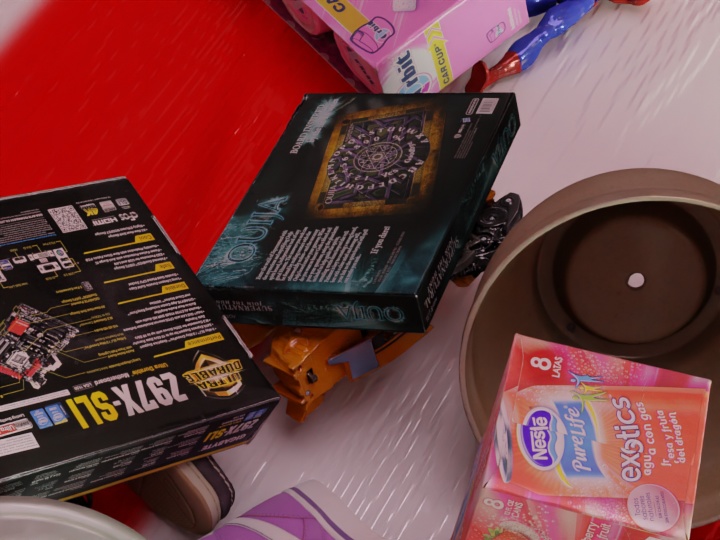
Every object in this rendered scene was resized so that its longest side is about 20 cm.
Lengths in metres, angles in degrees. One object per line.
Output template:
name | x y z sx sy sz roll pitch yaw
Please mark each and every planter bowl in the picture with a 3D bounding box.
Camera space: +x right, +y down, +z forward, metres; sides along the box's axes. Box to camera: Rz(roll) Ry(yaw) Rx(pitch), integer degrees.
planter bowl | 0.155 0.027 1.188 0.200 0.200 0.135 11 24 -1

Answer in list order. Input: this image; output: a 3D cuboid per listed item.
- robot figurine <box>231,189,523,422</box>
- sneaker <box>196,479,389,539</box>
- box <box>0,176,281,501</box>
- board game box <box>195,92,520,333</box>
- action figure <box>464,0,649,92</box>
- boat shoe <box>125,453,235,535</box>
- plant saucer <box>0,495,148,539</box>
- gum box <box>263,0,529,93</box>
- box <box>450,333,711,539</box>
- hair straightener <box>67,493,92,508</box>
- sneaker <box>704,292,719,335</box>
robot figurine | 0.000 0.000 1.235 0.145 0.058 0.200 25 49 39
sneaker | -0.027 0.177 1.062 0.114 0.073 0.200 -20 21 -24
box | -0.160 0.037 1.082 0.200 0.049 0.160 -15 62 -45
board game box | 0.000 -0.038 1.210 0.135 0.028 0.200 2 37 22
action figure | 0.140 -0.196 1.405 0.200 0.099 0.065 -31 64 -31
boat shoe | -0.127 0.058 1.173 0.065 0.072 0.200 -31 60 -28
plant saucer | -0.160 0.205 0.980 0.200 0.200 0.050 2 14 -8
gum box | -0.001 -0.201 1.370 0.113 0.066 0.200 -38 59 -10
box | 0.099 0.133 1.070 0.102 0.200 0.095 13 53 2
hair straightener | -0.152 0.143 1.100 0.041 0.077 0.200 -48 38 3
sneaker | 0.303 0.024 1.270 0.200 0.077 0.078 4 53 -5
